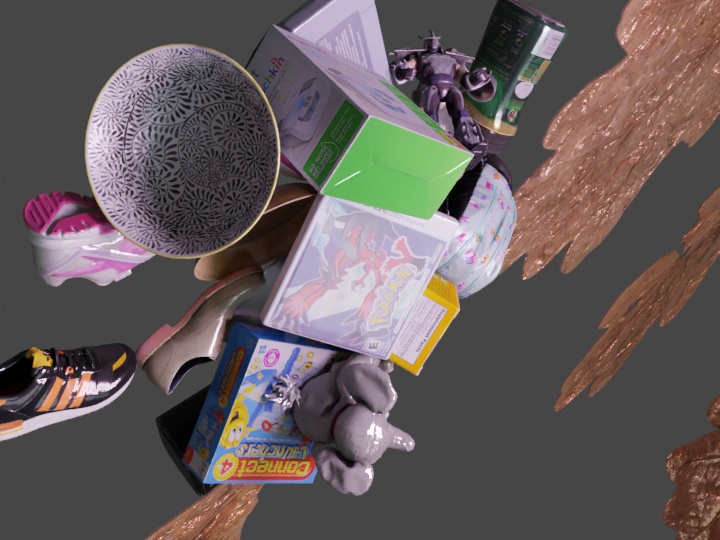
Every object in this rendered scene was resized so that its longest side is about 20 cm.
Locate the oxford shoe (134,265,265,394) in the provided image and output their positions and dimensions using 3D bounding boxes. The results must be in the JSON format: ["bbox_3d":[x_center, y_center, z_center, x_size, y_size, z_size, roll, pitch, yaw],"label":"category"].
[{"bbox_3d":[-0.190,0.076,1.074,0.200,0.074,0.071,-41,164,-7],"label":"oxford shoe"}]

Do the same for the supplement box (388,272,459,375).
[{"bbox_3d":[0.020,0.029,1.118,0.109,0.199,0.110,-58,-176,16],"label":"supplement box"}]

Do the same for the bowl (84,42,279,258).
[{"bbox_3d":[-0.161,-0.117,0.839,0.202,0.200,0.094,-56,173,13],"label":"bowl"}]

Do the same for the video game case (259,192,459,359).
[{"bbox_3d":[0.000,0.000,1.004,0.181,0.023,0.201,18,109,-28],"label":"video game case"}]

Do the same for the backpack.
[{"bbox_3d":[0.148,-0.061,1.223,0.167,0.126,0.201,-46,-166,43],"label":"backpack"}]

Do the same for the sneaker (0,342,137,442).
[{"bbox_3d":[-0.340,0.118,0.945,0.199,0.070,0.091,-22,143,-35],"label":"sneaker"}]

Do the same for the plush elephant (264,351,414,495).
[{"bbox_3d":[-0.004,0.191,1.066,0.199,0.154,0.166,17,98,-47],"label":"plush elephant"}]

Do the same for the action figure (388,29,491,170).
[{"bbox_3d":[0.102,-0.218,1.040,0.129,0.202,0.070,-4,154,-7],"label":"action figure"}]

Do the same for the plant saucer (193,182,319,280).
[{"bbox_3d":[-0.118,-0.053,1.019,0.199,0.036,0.200,-28,169,-6],"label":"plant saucer"}]

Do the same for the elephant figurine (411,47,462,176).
[{"bbox_3d":[0.083,-0.169,1.131,0.200,0.141,0.155,-47,-178,-34],"label":"elephant figurine"}]

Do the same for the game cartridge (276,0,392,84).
[{"bbox_3d":[-0.030,-0.238,0.987,0.133,0.040,0.201,-44,149,-16],"label":"game cartridge"}]

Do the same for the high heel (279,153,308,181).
[{"bbox_3d":[-0.085,-0.156,0.988,0.199,0.067,0.097,-5,106,-44],"label":"high heel"}]

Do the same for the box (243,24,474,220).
[{"bbox_3d":[-0.008,-0.152,0.903,0.199,0.177,0.097,8,123,-52],"label":"box"}]

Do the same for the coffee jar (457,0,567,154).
[{"bbox_3d":[0.198,-0.269,1.175,0.085,0.104,0.201,-2,127,-47],"label":"coffee jar"}]

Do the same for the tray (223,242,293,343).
[{"bbox_3d":[-0.120,0.023,1.169,0.200,0.022,0.107,-47,148,-4],"label":"tray"}]

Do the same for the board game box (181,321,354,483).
[{"bbox_3d":[-0.111,0.180,1.113,0.199,0.056,0.198,14,100,-47],"label":"board game box"}]

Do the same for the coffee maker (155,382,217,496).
[{"bbox_3d":[-0.184,0.200,1.197,0.199,0.134,0.194,-34,131,-26],"label":"coffee maker"}]

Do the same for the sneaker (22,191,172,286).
[{"bbox_3d":[-0.258,-0.035,0.885,0.199,0.081,0.089,-8,135,-39],"label":"sneaker"}]
